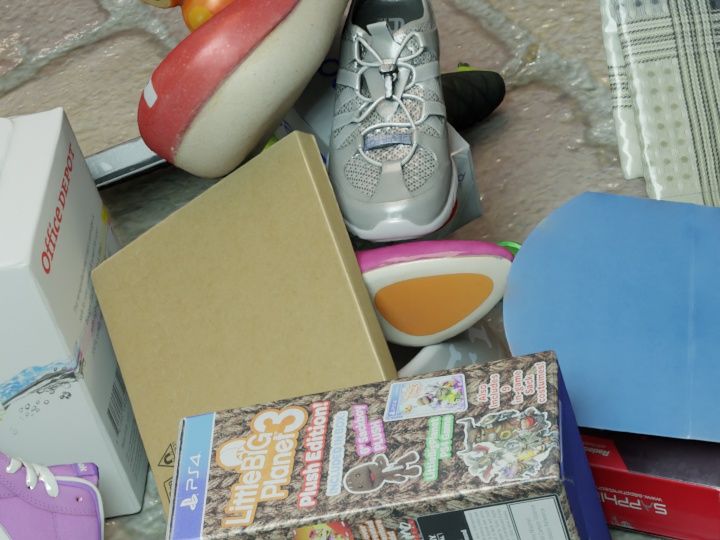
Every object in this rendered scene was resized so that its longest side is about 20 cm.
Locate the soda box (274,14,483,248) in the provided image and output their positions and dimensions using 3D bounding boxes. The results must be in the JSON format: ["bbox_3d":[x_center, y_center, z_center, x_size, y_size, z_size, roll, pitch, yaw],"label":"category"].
[{"bbox_3d":[-0.010,-0.094,1.656,0.068,0.064,0.200,-31,51,-14],"label":"soda box"}]

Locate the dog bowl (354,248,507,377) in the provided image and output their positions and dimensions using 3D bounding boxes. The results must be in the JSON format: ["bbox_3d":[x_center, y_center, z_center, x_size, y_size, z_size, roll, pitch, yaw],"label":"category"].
[{"bbox_3d":[-0.018,0.060,1.595,0.200,0.059,0.200,-16,30,10],"label":"dog bowl"}]

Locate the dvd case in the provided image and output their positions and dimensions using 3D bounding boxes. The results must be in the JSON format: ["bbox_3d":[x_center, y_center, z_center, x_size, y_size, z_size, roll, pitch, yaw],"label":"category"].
[{"bbox_3d":[-0.088,-0.095,1.800,0.200,0.025,0.150,-22,2,-2],"label":"dvd case"}]

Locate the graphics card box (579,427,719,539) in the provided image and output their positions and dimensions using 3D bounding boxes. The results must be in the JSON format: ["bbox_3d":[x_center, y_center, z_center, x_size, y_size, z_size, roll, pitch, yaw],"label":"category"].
[{"bbox_3d":[0.186,0.060,1.536,0.125,0.051,0.200,9,45,32],"label":"graphics card box"}]

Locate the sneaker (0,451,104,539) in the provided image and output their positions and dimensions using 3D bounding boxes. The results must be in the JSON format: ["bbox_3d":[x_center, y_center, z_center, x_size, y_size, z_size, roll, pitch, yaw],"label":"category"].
[{"bbox_3d":[-0.211,0.111,1.542,0.114,0.201,0.073,-29,10,-17],"label":"sneaker"}]

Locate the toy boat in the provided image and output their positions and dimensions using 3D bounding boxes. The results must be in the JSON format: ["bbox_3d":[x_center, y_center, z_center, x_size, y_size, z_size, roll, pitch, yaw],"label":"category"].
[{"bbox_3d":[-0.083,-0.150,1.560,0.131,0.131,0.200,29,43,-8],"label":"toy boat"}]

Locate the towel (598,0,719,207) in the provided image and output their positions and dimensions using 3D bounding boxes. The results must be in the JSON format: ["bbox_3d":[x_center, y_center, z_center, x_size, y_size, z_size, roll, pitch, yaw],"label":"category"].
[{"bbox_3d":[0.236,-0.131,1.639,0.192,0.201,0.035,-8,-8,-16],"label":"towel"}]

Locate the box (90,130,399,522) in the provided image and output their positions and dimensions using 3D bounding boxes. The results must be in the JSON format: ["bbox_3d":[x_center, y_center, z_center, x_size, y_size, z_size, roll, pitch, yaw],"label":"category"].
[{"bbox_3d":[-0.059,0.048,1.513,0.163,0.021,0.200,-33,62,26],"label":"box"}]

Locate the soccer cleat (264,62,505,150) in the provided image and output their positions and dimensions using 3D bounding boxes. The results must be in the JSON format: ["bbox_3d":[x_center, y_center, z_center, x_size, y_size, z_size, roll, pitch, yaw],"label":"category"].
[{"bbox_3d":[0.013,-0.071,1.768,0.200,0.068,0.081,-22,71,-21],"label":"soccer cleat"}]

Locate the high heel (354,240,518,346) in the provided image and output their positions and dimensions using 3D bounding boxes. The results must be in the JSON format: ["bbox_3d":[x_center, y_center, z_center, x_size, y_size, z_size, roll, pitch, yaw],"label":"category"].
[{"bbox_3d":[0.000,0.000,1.556,0.200,0.067,0.096,-22,37,28],"label":"high heel"}]

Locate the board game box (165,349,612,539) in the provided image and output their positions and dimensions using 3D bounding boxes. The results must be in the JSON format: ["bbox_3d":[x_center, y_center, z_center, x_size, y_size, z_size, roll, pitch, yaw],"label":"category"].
[{"bbox_3d":[0.021,0.146,1.411,0.199,0.160,0.097,-10,37,10],"label":"board game box"}]

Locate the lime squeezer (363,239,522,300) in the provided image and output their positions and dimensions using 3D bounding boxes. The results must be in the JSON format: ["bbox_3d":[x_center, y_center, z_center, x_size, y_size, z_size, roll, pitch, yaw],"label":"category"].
[{"bbox_3d":[0.087,0.009,1.642,0.071,0.038,0.200,-18,28,-33],"label":"lime squeezer"}]

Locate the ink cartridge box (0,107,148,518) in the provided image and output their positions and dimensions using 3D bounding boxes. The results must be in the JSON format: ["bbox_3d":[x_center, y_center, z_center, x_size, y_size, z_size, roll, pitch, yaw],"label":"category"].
[{"bbox_3d":[-0.217,0.033,1.617,0.144,0.200,0.147,-9,38,12],"label":"ink cartridge box"}]

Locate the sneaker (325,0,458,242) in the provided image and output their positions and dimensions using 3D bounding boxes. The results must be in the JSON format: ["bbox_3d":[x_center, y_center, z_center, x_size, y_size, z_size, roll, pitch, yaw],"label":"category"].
[{"bbox_3d":[0.011,-0.100,1.558,0.075,0.082,0.200,-8,48,4],"label":"sneaker"}]

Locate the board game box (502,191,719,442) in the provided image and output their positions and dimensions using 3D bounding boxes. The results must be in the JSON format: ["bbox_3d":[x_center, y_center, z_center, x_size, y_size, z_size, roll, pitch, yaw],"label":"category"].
[{"bbox_3d":[0.174,0.036,1.488,0.199,0.039,0.158,7,52,0],"label":"board game box"}]
